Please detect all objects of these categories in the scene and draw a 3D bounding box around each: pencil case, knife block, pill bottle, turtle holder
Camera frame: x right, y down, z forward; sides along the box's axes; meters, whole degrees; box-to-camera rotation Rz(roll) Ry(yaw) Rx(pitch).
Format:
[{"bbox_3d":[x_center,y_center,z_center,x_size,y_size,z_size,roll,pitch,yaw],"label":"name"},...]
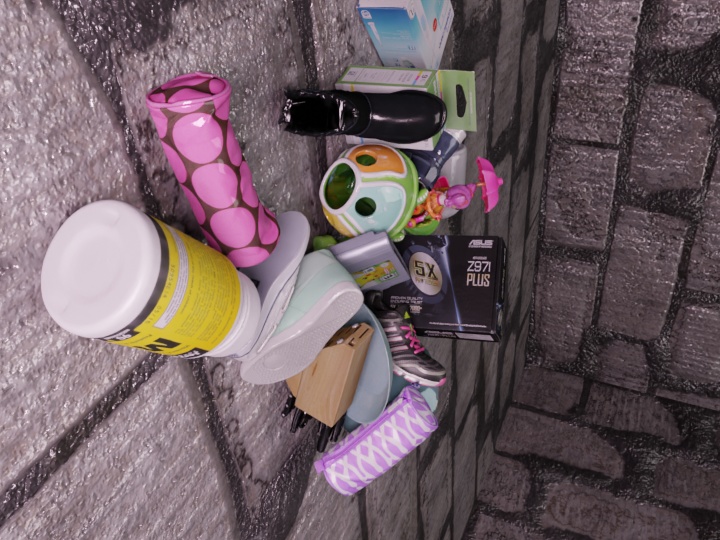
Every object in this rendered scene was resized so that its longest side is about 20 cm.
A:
[{"bbox_3d":[0.029,0.264,0.984,0.200,0.084,0.085,-43,135,11],"label":"pencil case"},{"bbox_3d":[-0.145,-0.105,0.657,0.094,0.090,0.202,-49,143,-35],"label":"pencil case"},{"bbox_3d":[-0.039,0.184,0.938,0.064,0.198,0.177,-41,107,-52],"label":"knife block"},{"bbox_3d":[-0.181,0.020,0.594,0.200,0.113,0.116,36,67,-64],"label":"pill bottle"},{"bbox_3d":[-0.005,-0.108,0.953,0.131,0.184,0.143,2,64,-52],"label":"turtle holder"}]

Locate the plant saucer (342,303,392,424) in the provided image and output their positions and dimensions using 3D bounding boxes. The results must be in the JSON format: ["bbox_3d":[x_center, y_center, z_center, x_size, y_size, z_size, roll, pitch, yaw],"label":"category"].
[{"bbox_3d":[-0.001,0.130,0.971,0.038,0.200,0.204,-10,113,-33],"label":"plant saucer"}]

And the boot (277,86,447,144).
[{"bbox_3d":[0.004,-0.205,0.829,0.162,0.196,0.074,-31,126,-68],"label":"boot"}]

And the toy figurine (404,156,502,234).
[{"bbox_3d":[0.149,-0.133,1.097,0.199,0.183,0.152,-31,107,-41],"label":"toy figurine"}]

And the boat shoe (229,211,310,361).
[{"bbox_3d":[-0.120,0.020,0.809,0.202,0.073,0.065,-61,158,-14],"label":"boat shoe"}]

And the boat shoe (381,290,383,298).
[{"bbox_3d":[0.017,0.018,1.115,0.066,0.071,0.203,32,71,-61],"label":"boat shoe"}]

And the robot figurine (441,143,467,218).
[{"bbox_3d":[0.158,-0.191,1.288,0.169,0.112,0.203,-26,126,-41],"label":"robot figurine"}]

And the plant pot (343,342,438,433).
[{"bbox_3d":[0.018,0.207,1.095,0.134,0.199,0.203,14,87,-35],"label":"plant pot"}]

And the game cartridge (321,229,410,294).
[{"bbox_3d":[0.000,0.000,0.986,0.200,0.132,0.041,47,27,-69],"label":"game cartridge"}]

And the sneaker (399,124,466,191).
[{"bbox_3d":[0.074,-0.188,1.065,0.076,0.202,0.147,30,89,-30],"label":"sneaker"}]

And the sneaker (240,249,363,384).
[{"bbox_3d":[-0.092,0.060,0.862,0.200,0.119,0.074,-41,133,8],"label":"sneaker"}]

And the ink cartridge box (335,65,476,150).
[{"bbox_3d":[0.069,-0.241,0.944,0.105,0.197,0.060,77,31,-44],"label":"ink cartridge box"}]

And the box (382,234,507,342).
[{"bbox_3d":[0.145,0.029,1.087,0.086,0.197,0.166,40,55,-64],"label":"box"}]

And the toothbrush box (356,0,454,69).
[{"bbox_3d":[0.080,-0.423,1.034,0.200,0.084,0.148,47,58,-64],"label":"toothbrush box"}]

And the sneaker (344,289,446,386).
[{"bbox_3d":[0.063,0.102,1.012,0.088,0.199,0.074,-59,158,15],"label":"sneaker"}]
